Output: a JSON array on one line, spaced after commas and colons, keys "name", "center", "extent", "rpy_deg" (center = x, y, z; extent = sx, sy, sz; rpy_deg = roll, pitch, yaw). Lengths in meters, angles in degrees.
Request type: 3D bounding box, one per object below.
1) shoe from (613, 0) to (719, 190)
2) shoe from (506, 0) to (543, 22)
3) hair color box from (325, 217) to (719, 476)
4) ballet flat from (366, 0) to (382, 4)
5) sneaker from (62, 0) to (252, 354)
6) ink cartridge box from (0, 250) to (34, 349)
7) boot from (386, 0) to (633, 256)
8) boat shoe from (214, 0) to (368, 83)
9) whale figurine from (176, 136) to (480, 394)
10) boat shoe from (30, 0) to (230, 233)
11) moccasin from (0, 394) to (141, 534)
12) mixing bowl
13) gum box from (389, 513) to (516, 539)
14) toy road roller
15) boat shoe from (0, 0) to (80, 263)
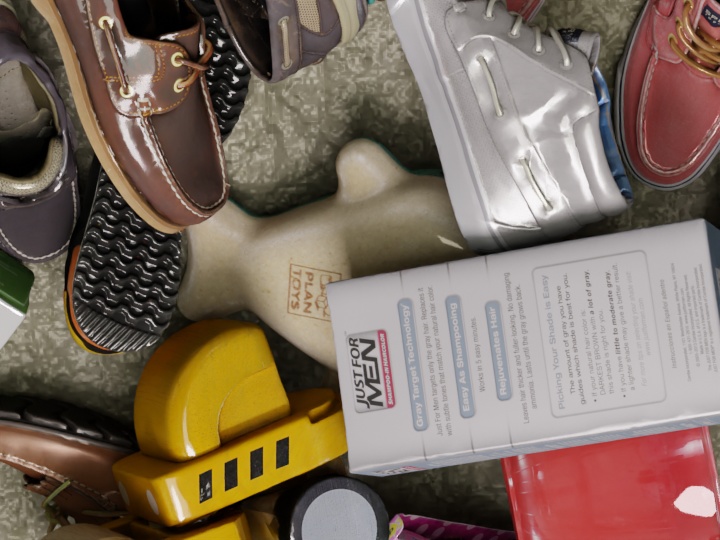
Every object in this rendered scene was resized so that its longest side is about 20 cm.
[{"name": "shoe", "center": [0.186, -0.132, 1.465], "extent": [0.071, 0.091, 0.201], "rpy_deg": [17, 105, -1]}, {"name": "shoe", "center": [0.091, -0.201, 1.427], "extent": [0.071, 0.091, 0.201], "rpy_deg": [17, 106, -12]}, {"name": "hair color box", "center": [0.089, 0.041, 1.390], "extent": [0.199, 0.061, 0.100], "rpy_deg": [-10, 82, 15]}, {"name": "ballet flat", "center": [-0.031, -0.232, 1.430], "extent": [0.071, 0.069, 0.200], "rpy_deg": [-45, 108, -8]}, {"name": "sneaker", "center": [-0.119, -0.051, 1.474], "extent": [0.070, 0.090, 0.201], "rpy_deg": [20, 78, -16]}, {"name": "ink cartridge box", "center": [-0.278, 0.056, 1.494], "extent": [0.104, 0.059, 0.200], "rpy_deg": [34, 108, -16]}, {"name": "boot", "center": [0.078, -0.112, 1.402], "extent": [0.095, 0.074, 0.201], "rpy_deg": [-17, 93, 20]}, {"name": "boat shoe", "center": [-0.062, -0.172, 1.394], "extent": [0.073, 0.074, 0.200], "rpy_deg": [-49, 133, -18]}, {"name": "whale figurine", "center": [0.000, 0.000, 1.505], "extent": [0.199, 0.104, 0.160], "rpy_deg": [8, 109, 17]}, {"name": "boat shoe", "center": [-0.112, -0.114, 1.377], "extent": [0.070, 0.070, 0.201], "rpy_deg": [-15, 110, 30]}, {"name": "moccasin", "center": [-0.141, 0.125, 1.535], "extent": [0.201, 0.074, 0.078], "rpy_deg": [21, 96, -23]}, {"name": "mixing bowl", "center": [0.132, 0.109, 1.491], "extent": [0.108, 0.200, 0.201], "rpy_deg": [-12, 110, 1]}, {"name": "gum box", "center": [0.046, 0.204, 1.520], "extent": [0.114, 0.066, 0.200], "rpy_deg": [-52, 151, 12]}, {"name": "toy road roller", "center": [-0.094, 0.112, 1.447], "extent": [0.199, 0.123, 0.147], "rpy_deg": [-22, 97, -19]}, {"name": "boat shoe", "center": [-0.182, -0.063, 1.423], "extent": [0.072, 0.065, 0.200], "rpy_deg": [-23, 143, -13]}]
